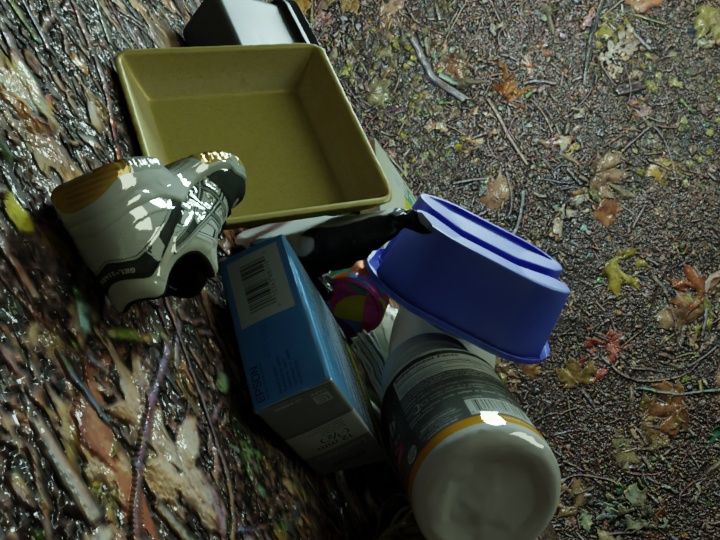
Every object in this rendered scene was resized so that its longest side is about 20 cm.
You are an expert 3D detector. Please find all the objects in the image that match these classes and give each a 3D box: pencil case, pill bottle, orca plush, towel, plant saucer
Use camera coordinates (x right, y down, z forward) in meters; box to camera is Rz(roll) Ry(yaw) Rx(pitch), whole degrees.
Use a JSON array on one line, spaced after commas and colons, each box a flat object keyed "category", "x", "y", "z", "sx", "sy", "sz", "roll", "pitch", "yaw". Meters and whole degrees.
[{"category": "pencil case", "x": 0.000, "y": 0.000, "z": 0.952, "sx": 0.089, "sy": 0.088, "sz": 0.200, "roll": 59, "pitch": 25, "yaw": -19}, {"category": "pill bottle", "x": 0.080, "y": 0.135, "z": 0.649, "sx": 0.117, "sy": 0.116, "sz": 0.200, "roll": 59, "pitch": 2, "yaw": -20}, {"category": "orca plush", "x": -0.027, "y": -0.012, "z": 0.700, "sx": 0.105, "sy": 0.198, "sz": 0.072, "roll": -50, "pitch": 126, "yaw": -64}, {"category": "towel", "x": 0.036, "y": 0.166, "z": 0.860, "sx": 0.201, "sy": 0.030, "sz": 0.150, "roll": 80, "pitch": -15, "yaw": -63}, {"category": "plant saucer", "x": -0.097, "y": -0.111, "z": 0.675, "sx": 0.201, "sy": 0.198, "sz": 0.049, "roll": 66, "pitch": -28, "yaw": 29}]

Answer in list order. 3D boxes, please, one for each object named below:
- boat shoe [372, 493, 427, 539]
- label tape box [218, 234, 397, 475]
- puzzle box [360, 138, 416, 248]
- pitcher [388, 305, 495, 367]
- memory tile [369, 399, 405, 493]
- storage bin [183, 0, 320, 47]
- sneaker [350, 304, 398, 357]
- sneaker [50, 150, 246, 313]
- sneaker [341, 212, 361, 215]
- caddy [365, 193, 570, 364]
[{"category": "boat shoe", "x": 0.033, "y": 0.231, "z": 0.646, "sx": 0.063, "sy": 0.073, "sz": 0.200, "roll": 57, "pitch": -4, "yaw": 11}, {"category": "label tape box", "x": -0.040, "y": 0.088, "z": 0.650, "sx": 0.201, "sy": 0.065, "sz": 0.144, "roll": 65, "pitch": 2, "yaw": -53}, {"category": "puzzle box", "x": 0.040, "y": -0.053, "z": 0.921, "sx": 0.200, "sy": 0.025, "sz": 0.135, "roll": 43, "pitch": 40, "yaw": -65}, {"category": "pitcher", "x": 0.100, "y": 0.060, "z": 0.895, "sx": 0.171, "sy": 0.120, "sz": 0.203, "roll": 17, "pitch": 76, "yaw": -74}, {"category": "memory tile", "x": 0.062, "y": 0.222, "z": 0.762, "sx": 0.201, "sy": 0.017, "sz": 0.154, "roll": 53, "pitch": -12, "yaw": 25}, {"category": "storage bin", "x": -0.142, "y": -0.260, "z": 1.000, "sx": 0.134, "sy": 0.145, "sz": 0.202, "roll": 3, "pitch": 55, "yaw": -48}, {"category": "sneaker", "x": 0.035, "y": 0.073, "z": 1.058, "sx": 0.201, "sy": 0.099, "sz": 0.078, "roll": 57, "pitch": 9, "yaw": -31}, {"category": "sneaker", "x": -0.123, "y": -0.026, "z": 0.507, "sx": 0.089, "sy": 0.075, "sz": 0.200, "roll": 68, "pitch": 18, "yaw": -6}, {"category": "sneaker", "x": -0.094, "y": -0.087, "z": 0.857, "sx": 0.200, "sy": 0.081, "sz": 0.075, "roll": 41, "pitch": 41, "yaw": 7}, {"category": "caddy", "x": 0.102, "y": 0.015, "z": 0.740, "sx": 0.198, "sy": 0.106, "sz": 0.142, "roll": 27, "pitch": 21, "yaw": -1}]
